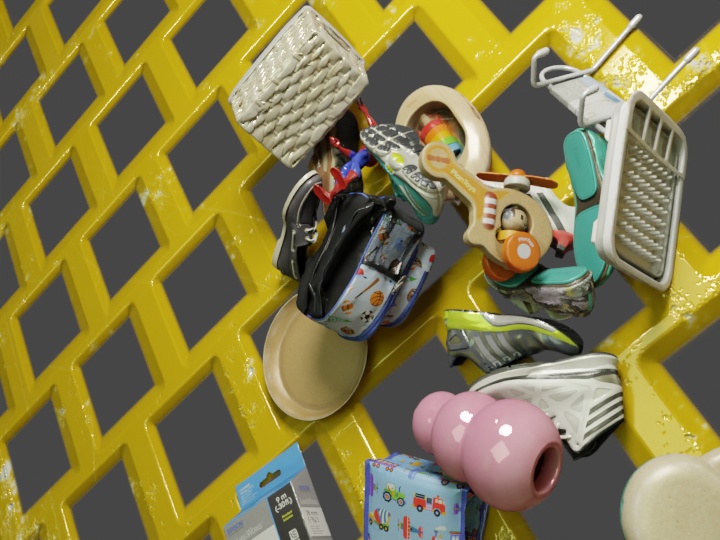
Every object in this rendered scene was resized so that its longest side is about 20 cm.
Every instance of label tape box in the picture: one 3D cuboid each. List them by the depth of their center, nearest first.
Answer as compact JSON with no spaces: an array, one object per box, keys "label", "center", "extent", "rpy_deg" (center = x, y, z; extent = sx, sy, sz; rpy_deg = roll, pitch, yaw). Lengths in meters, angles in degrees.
[{"label":"label tape box","center":[-0.126,0.375,1.151],"extent":[0.143,0.063,0.203],"rpy_deg":[-37,59,19]}]

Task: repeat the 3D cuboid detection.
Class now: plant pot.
[{"label":"plant pot","center":[-0.066,0.127,1.207],"extent":[0.196,0.027,0.205],"rpy_deg":[-11,71,32]}]

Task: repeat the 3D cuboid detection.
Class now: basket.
[{"label":"basket","center":[-0.094,-0.275,1.207],"extent":[0.200,0.135,0.124],"rpy_deg":[-45,29,16]}]

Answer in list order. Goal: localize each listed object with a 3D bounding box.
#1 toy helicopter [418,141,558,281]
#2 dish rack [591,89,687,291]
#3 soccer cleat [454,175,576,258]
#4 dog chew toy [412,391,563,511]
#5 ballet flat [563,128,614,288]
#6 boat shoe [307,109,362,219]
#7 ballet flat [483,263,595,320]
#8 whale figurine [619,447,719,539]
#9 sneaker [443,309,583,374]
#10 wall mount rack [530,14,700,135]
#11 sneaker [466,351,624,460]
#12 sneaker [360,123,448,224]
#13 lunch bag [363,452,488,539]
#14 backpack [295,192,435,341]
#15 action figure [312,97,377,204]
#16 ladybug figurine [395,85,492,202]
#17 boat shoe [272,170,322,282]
[{"label":"toy helicopter","center":[0.158,-0.092,0.972],"extent":[0.199,0.079,0.133],"rpy_deg":[39,73,-4]},{"label":"dish rack","center":[0.325,-0.089,0.925],"extent":[0.043,0.170,0.205],"rpy_deg":[1,77,43]},{"label":"soccer cleat","center":[0.209,-0.093,1.041],"extent":[0.197,0.069,0.086],"rpy_deg":[27,79,13]},{"label":"dog chew toy","center":[0.141,0.204,0.944],"extent":[0.198,0.123,0.127],"rpy_deg":[14,84,46]},{"label":"ballet flat","center":[0.302,-0.079,0.984],"extent":[0.067,0.069,0.206],"rpy_deg":[-23,67,55]},{"label":"boat shoe","center":[-0.044,-0.163,1.256],"extent":[0.073,0.075,0.205],"rpy_deg":[-17,59,34]},{"label":"ballet flat","center":[0.225,0.027,1.002],"extent":[0.199,0.071,0.074],"rpy_deg":[14,83,65]},{"label":"whale figurine","center":[0.377,0.271,0.841],"extent":[0.195,0.104,0.163],"rpy_deg":[8,79,10]},{"label":"sneaker","center":[0.195,0.098,1.023],"extent":[0.197,0.073,0.083],"rpy_deg":[4,87,40]},{"label":"wall mount rack","center":[0.324,-0.255,1.019],"extent":[0.170,0.076,0.201],"rpy_deg":[-19,43,-13]},{"label":"sneaker","center":[0.225,0.176,0.967],"extent":[0.197,0.075,0.118],"rpy_deg":[-16,66,27]},{"label":"sneaker","center":[0.055,-0.139,1.093],"extent":[0.076,0.081,0.201],"rpy_deg":[-15,44,-19]},{"label":"lunch bag","center":[0.077,0.357,1.016],"extent":[0.148,0.093,0.206],"rpy_deg":[7,89,32]},{"label":"backpack","center":[0.000,0.000,1.103],"extent":[0.193,0.153,0.199],"rpy_deg":[-57,18,-6]},{"label":"action figure","center":[-0.018,-0.182,1.167],"extent":[0.065,0.200,0.100],"rpy_deg":[-35,94,36]},{"label":"ladybug figurine","center":[0.125,-0.177,1.140],"extent":[0.135,0.071,0.203],"rpy_deg":[-37,59,20]},{"label":"boat shoe","center":[-0.083,-0.063,1.213],"extent":[0.062,0.072,0.202],"rpy_deg":[39,135,18]}]
